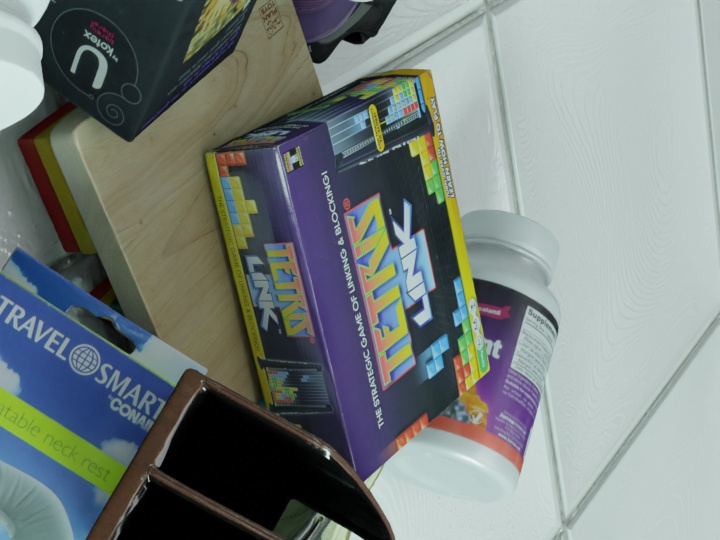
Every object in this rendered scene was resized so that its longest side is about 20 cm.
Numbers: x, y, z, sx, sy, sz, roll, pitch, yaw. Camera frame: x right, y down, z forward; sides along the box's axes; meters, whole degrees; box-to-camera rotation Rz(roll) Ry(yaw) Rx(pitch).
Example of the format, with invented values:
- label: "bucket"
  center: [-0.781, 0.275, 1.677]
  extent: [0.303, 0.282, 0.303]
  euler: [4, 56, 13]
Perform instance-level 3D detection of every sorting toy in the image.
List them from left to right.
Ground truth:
- label: "sorting toy"
  center: [-0.092, -0.037, 0.824]
  extent: [0.200, 0.069, 0.200]
  euler: [-50, 130, -45]

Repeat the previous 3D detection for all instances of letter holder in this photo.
- label: "letter holder"
  center: [-0.025, 0.150, 0.696]
  extent: [0.101, 0.142, 0.200]
  euler: [-60, 161, -16]

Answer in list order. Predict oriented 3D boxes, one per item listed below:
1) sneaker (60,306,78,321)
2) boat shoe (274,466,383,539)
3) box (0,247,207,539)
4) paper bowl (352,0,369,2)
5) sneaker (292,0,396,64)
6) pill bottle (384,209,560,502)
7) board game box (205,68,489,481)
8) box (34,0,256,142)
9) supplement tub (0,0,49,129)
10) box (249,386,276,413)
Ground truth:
- label: "sneaker"
  center: [-0.169, 0.106, 0.738]
  extent: [0.073, 0.082, 0.201]
  euler: [-4, 80, -16]
- label: "boat shoe"
  center: [-0.030, 0.124, 0.939]
  extent: [0.066, 0.071, 0.202]
  euler: [45, 60, -56]
- label: "box"
  center: [-0.162, 0.098, 0.670]
  extent: [0.122, 0.048, 0.201]
  euler: [34, 69, -13]
- label: "paper bowl"
  center: [-0.033, -0.220, 0.792]
  extent: [0.200, 0.200, 0.105]
  euler: [15, 101, -57]
- label: "sneaker"
  center: [-0.001, -0.204, 0.975]
  extent: [0.200, 0.075, 0.088]
  euler: [-39, 140, -45]
- label: "pill bottle"
  center: [0.087, 0.061, 1.081]
  extent: [0.111, 0.111, 0.201]
  euler: [47, 54, -49]
- label: "board game box"
  center: [0.000, 0.000, 0.845]
  extent: [0.165, 0.056, 0.201]
  euler: [-35, 118, -51]
- label: "box"
  center: [-0.098, -0.181, 0.664]
  extent: [0.106, 0.122, 0.200]
  euler: [-52, 177, -46]
- label: "supplement tub"
  center: [-0.195, -0.155, 0.545]
  extent: [0.145, 0.144, 0.201]
  euler: [3, 73, -58]
- label: "box"
  center: [-0.048, 0.058, 0.894]
  extent: [0.200, 0.082, 0.049]
  euler: [-49, 131, -44]
